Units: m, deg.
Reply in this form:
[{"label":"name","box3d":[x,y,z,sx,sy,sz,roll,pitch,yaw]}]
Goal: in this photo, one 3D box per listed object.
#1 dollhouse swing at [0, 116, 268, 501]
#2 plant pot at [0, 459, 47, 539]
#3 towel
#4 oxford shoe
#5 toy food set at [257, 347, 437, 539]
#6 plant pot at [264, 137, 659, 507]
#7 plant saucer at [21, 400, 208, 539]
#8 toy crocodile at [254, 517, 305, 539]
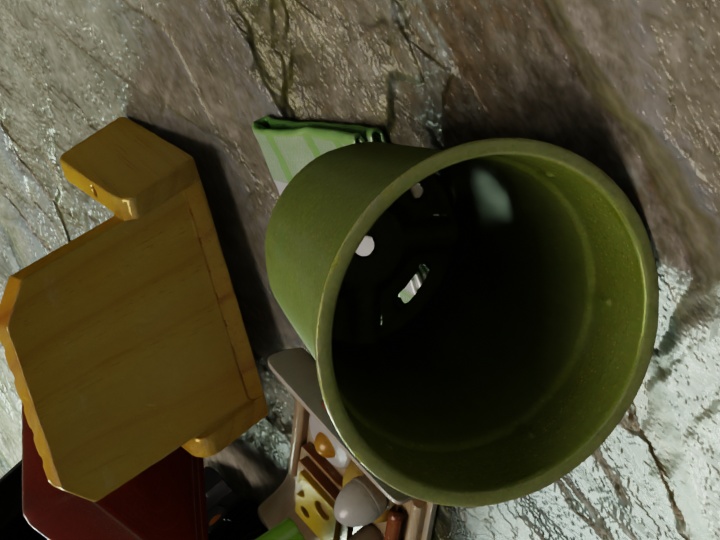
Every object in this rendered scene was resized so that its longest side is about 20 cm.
[{"label":"dollhouse swing","box3d":[-0.182,0.033,1.857,0.182,0.175,0.201,30,141,58]},{"label":"plant pot","box3d":[-0.251,0.284,2.287,0.178,0.199,0.200,55,157,-20]},{"label":"towel","box3d":[0.000,0.000,1.698,0.149,0.031,0.201,7,124,57]},{"label":"oxford shoe","box3d":[-0.087,0.217,2.027,0.085,0.073,0.200,52,-179,-23]},{"label":"toy food set","box3d":[-0.020,0.161,1.872,0.144,0.060,0.200,46,151,25]},{"label":"plant pot","box3d":[0.033,0.007,1.496,0.190,0.199,0.201,31,144,63]},{"label":"plant saucer","box3d":[-0.169,0.139,1.932,0.200,0.037,0.200,44,-152,-41]},{"label":"toy crocodile","box3d":[-0.050,0.245,1.911,0.062,0.067,0.200,41,157,37]}]
